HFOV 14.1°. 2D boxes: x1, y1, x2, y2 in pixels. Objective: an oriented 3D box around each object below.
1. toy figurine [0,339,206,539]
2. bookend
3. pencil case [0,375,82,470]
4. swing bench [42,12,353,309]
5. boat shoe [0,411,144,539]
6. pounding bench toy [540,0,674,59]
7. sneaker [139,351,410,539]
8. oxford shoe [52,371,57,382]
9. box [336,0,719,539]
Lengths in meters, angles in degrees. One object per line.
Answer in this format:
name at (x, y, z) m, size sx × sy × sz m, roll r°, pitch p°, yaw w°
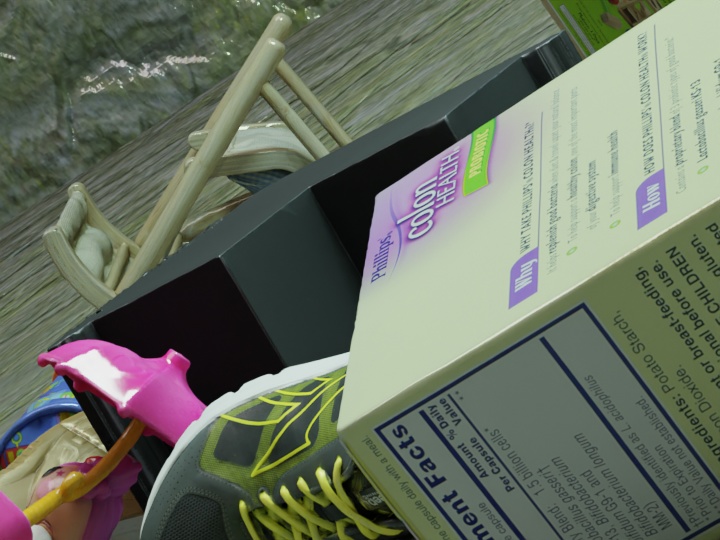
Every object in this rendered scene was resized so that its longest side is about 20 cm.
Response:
toy figurine at (-0.134, 0.112, 1.199) m, size 0.184 × 0.150 × 0.200 m, roll -37°, pitch -20°, yaw -41°
bookend at (0.000, 0.000, 1.302) m, size 0.200 × 0.092 × 0.199 m, roll -26°, pitch 8°, yaw 35°
pencil case at (-0.128, 0.076, 1.501) m, size 0.087 × 0.078 × 0.200 m, roll -31°, pitch 10°, yaw 16°
swing bench at (-0.087, -0.048, 1.857) m, size 0.200 × 0.130 × 0.199 m, roll -40°, pitch 9°, yaw 7°
boat shoe at (-0.135, 0.120, 1.328) m, size 0.200 × 0.071 × 0.070 m, roll -23°, pitch -40°, yaw -34°
pounding bench toy at (0.165, -0.227, 1.596) m, size 0.156 × 0.200 × 0.124 m, roll -41°, pitch 10°, yaw -30°
sneaker at (-0.009, 0.072, 1.092) m, size 0.200 × 0.075 × 0.085 m, roll -37°, pitch 15°, yaw 18°
oxford shoe at (-0.102, 0.036, 1.646) m, size 0.073 × 0.071 × 0.200 m, roll -36°, pitch 7°, yaw -38°
box at (0.104, -0.004, 0.909) m, size 0.200 × 0.097 × 0.176 m, roll -32°, pitch 19°, yaw 17°
